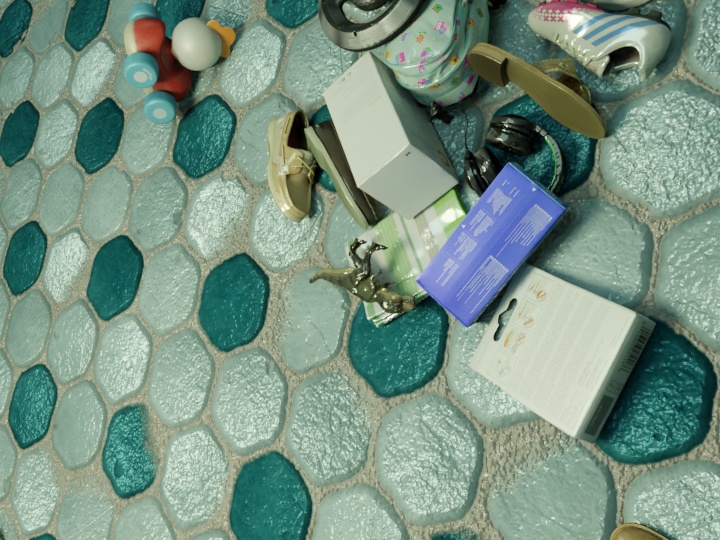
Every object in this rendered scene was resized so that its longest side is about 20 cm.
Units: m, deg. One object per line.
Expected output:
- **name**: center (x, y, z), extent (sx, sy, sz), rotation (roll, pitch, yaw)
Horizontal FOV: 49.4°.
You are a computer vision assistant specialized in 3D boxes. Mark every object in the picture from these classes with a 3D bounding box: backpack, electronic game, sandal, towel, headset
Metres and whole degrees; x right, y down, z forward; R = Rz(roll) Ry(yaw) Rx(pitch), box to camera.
- **backpack**: center (0.108, -0.336, 1.123), extent (0.166, 0.126, 0.201), rotation (-9, 65, 38)
- **electronic game**: center (0.019, -0.407, 1.114), extent (0.199, 0.042, 0.201), rotation (-11, 71, 35)
- **sandal**: center (0.246, -0.257, 1.023), extent (0.211, 0.078, 0.070), rotation (35, 78, 20)
- **towel**: center (0.072, -0.028, 1.127), extent (0.200, 0.031, 0.150), rotation (-34, 60, 25)
- **headset**: center (0.177, -0.159, 1.045), extent (0.200, 0.094, 0.124), rotation (42, 103, 25)

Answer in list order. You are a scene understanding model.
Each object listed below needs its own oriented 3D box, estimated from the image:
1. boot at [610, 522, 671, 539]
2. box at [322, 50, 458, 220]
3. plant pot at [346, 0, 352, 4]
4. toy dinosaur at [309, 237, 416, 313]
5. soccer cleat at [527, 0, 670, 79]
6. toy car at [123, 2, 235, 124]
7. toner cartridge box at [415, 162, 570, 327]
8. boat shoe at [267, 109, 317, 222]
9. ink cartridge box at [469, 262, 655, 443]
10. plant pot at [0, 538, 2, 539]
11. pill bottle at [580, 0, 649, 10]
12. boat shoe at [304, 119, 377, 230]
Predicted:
- **boot**: center (0.327, 0.343, 0.799), extent (0.074, 0.075, 0.200), rotation (-51, 52, 16)
- **box**: center (0.041, -0.193, 1.125), extent (0.097, 0.124, 0.201), rotation (-37, 50, 23)
- **plant pot**: center (0.019, -0.504, 1.234), extent (0.199, 0.134, 0.202), rotation (-5, 80, 32)
- **toy dinosaur**: center (0.000, 0.000, 1.129), extent (0.199, 0.047, 0.089), rotation (19, 92, 42)
- **soccer cleat**: center (0.295, -0.296, 1.011), extent (0.199, 0.070, 0.087), rotation (21, 88, 38)
- **toy car**: center (-0.328, -0.408, 1.487), extent (0.199, 0.177, 0.185), rotation (-11, 53, 5)
- **toner cartridge box**: center (0.169, -0.032, 1.016), extent (0.095, 0.043, 0.200), rotation (42, 110, 13)
- **boat shoe**: center (-0.107, -0.177, 1.276), extent (0.069, 0.074, 0.201), rotation (-28, 61, 34)
- **ink cartridge box**: center (0.241, 0.096, 0.968), extent (0.200, 0.050, 0.163), rotation (33, 98, 56)
- **plant pot**: center (-0.790, 0.593, 1.503), extent (0.189, 0.201, 0.201), rotation (-40, 55, 2)
- **pill bottle**: center (0.334, -0.450, 1.001), extent (0.111, 0.111, 0.201), rotation (-1, 76, 37)
- **boat shoe**: center (-0.019, -0.154, 1.207), extent (0.060, 0.072, 0.202), rotation (-27, 66, -7)
